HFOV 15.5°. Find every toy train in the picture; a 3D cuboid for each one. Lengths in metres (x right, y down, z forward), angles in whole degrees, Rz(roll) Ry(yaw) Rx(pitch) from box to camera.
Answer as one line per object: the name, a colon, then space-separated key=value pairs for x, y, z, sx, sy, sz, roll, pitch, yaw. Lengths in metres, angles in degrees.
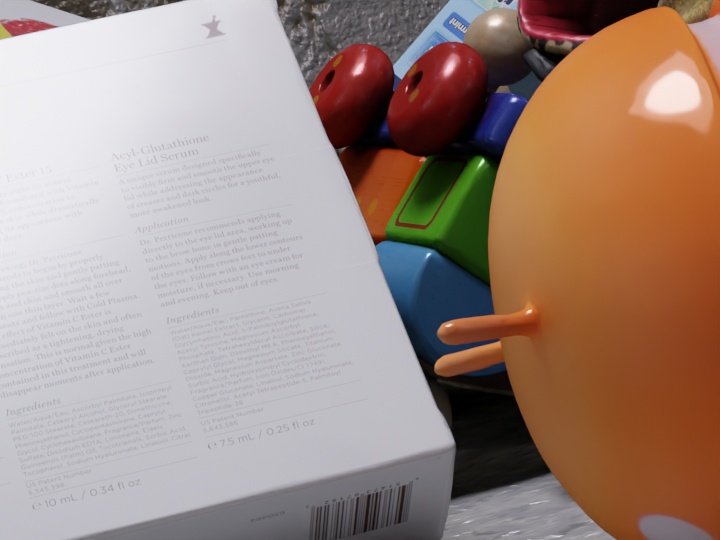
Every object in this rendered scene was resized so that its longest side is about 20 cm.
toy train: x=0.000 y=0.000 z=0.797 sx=0.116 sy=0.085 sz=0.200 roll=-58 pitch=20 yaw=-8

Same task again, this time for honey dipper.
honey dipper: x=0.038 y=-0.058 z=0.846 sx=0.038 sy=0.038 sz=0.200 roll=-13 pitch=-4 yaw=-5

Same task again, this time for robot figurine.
robot figurine: x=0.112 y=-0.005 z=0.512 sx=0.200 sy=0.117 sz=0.144 roll=-12 pitch=37 yaw=-1

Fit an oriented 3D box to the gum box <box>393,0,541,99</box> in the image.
gum box: x=0.102 y=-0.091 z=1.078 sx=0.200 sy=0.045 sz=0.170 roll=-50 pitch=-31 yaw=0

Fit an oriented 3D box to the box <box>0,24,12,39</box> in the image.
box: x=-0.119 y=-0.031 z=0.733 sx=0.075 sy=0.200 sz=0.050 roll=-35 pitch=27 yaw=10

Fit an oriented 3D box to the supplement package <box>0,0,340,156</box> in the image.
supplement package: x=-0.106 y=-0.026 z=0.977 sx=0.200 sy=0.120 sz=0.121 roll=19 pitch=12 yaw=14

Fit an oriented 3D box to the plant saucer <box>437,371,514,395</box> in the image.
plant saucer: x=0.092 y=-0.006 z=0.875 sx=0.200 sy=0.032 sz=0.200 roll=-5 pitch=17 yaw=2

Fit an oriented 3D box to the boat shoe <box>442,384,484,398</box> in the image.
boat shoe: x=0.038 y=0.011 z=0.977 sx=0.073 sy=0.063 sz=0.201 roll=-11 pitch=4 yaw=33

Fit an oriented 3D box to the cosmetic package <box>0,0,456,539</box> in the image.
cosmetic package: x=-0.095 y=0.018 z=0.642 sx=0.200 sy=0.151 sz=0.052 roll=-13 pitch=-32 yaw=-12

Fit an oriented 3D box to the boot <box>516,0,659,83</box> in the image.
boot: x=0.105 y=-0.058 z=0.753 sx=0.150 sy=0.073 sz=0.200 roll=22 pitch=-2 yaw=-36

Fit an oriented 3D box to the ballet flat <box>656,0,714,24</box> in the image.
ballet flat: x=0.095 y=-0.063 z=0.587 sx=0.071 sy=0.071 sz=0.200 roll=-13 pitch=-29 yaw=-14
